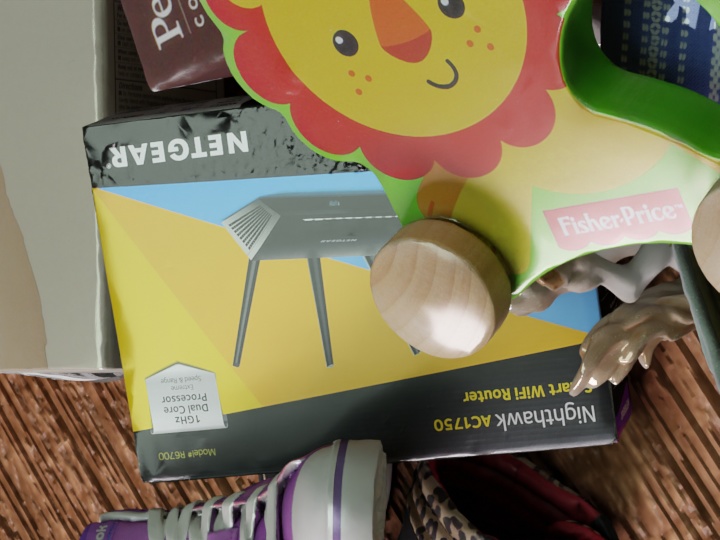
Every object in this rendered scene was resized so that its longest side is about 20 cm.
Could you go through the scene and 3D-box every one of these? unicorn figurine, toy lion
[{"bbox_3d":[0.109,-0.059,0.884,0.074,0.137,0.201,-126,26,-44],"label":"unicorn figurine"},{"bbox_3d":[0.046,-0.073,0.773,0.199,0.069,0.192,-8,118,37],"label":"toy lion"}]

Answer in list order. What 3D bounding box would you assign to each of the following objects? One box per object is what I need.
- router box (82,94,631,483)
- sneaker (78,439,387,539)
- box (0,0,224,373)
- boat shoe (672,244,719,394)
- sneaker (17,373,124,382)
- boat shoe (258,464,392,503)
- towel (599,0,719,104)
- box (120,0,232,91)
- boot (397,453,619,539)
[{"bbox_3d":[0.000,0.000,0.975,0.199,0.051,0.150,-7,100,17],"label":"router box"},{"bbox_3d":[-0.053,0.116,0.969,0.201,0.114,0.073,116,159,-64],"label":"sneaker"},{"bbox_3d":[-0.113,-0.056,1.062,0.077,0.095,0.201,-3,86,33],"label":"box"},{"bbox_3d":[0.141,0.033,0.783,0.064,0.202,0.075,24,116,-13],"label":"boat shoe"},{"bbox_3d":[-0.170,0.020,1.175,0.199,0.077,0.079,-4,96,41],"label":"sneaker"},{"bbox_3d":[-0.025,0.046,1.059,0.074,0.060,0.201,22,115,37],"label":"boat shoe"},{"bbox_3d":[0.173,-0.098,0.762,0.199,0.024,0.146,10,112,22],"label":"towel"},{"bbox_3d":[0.016,-0.181,0.892,0.199,0.164,0.167,-22,87,43],"label":"box"},{"bbox_3d":[0.068,0.174,1.000,0.200,0.073,0.151,43,129,34],"label":"boot"}]
